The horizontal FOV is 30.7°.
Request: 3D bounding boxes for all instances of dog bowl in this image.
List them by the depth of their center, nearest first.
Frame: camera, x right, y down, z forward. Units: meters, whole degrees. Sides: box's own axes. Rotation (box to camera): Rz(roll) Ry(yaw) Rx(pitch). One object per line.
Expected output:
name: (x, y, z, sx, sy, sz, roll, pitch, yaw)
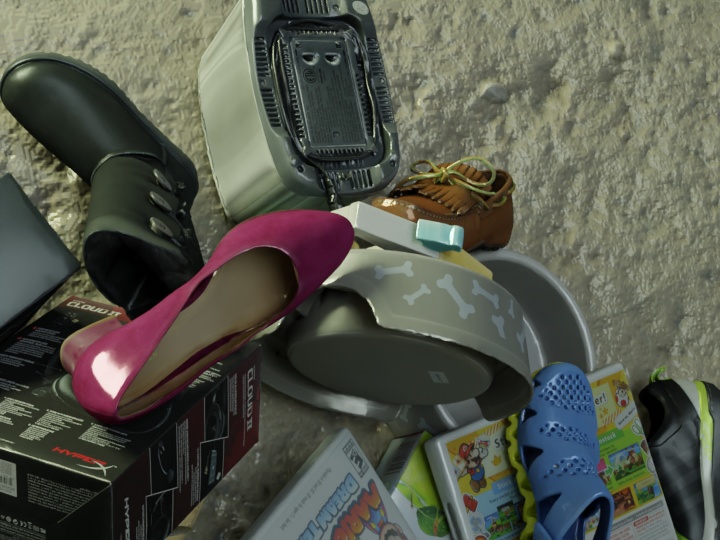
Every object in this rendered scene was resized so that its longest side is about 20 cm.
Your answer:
dog bowl: (0.022, 0.048, 0.898, 0.198, 0.200, 0.059, 19, 66, -24)
dog bowl: (0.107, 0.074, 1.059, 0.198, 0.058, 0.203, 9, 72, -28)

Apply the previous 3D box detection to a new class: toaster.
toaster: (-0.049, -0.112, 0.978, 0.112, 0.129, 0.203, -7, 78, -31)

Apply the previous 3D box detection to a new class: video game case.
video game case: (-0.004, 0.224, 0.853, 0.183, 0.024, 0.200, 58, 29, -6)
video game case: (0.155, 0.187, 1.010, 0.198, 0.023, 0.185, -17, 88, -32)

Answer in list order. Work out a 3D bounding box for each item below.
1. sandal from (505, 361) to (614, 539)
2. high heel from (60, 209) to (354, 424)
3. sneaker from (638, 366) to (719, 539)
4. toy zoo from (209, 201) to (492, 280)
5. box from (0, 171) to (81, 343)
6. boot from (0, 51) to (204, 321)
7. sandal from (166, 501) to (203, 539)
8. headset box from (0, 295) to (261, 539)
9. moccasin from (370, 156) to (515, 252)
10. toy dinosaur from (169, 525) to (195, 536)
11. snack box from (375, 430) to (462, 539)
sandal: (0.155, 0.165, 0.952, 0.078, 0.087, 0.203, 8, 74, -27)
high heel: (-0.074, 0.029, 0.756, 0.199, 0.096, 0.068, -32, 118, -17)
sneaker: (0.262, 0.185, 1.126, 0.082, 0.072, 0.203, 10, 68, -2)
toy zoo: (0.000, 0.000, 0.919, 0.130, 0.199, 0.021, 26, 63, -36)
box: (-0.282, 0.043, 0.789, 0.200, 0.141, 0.079, -41, 98, -33)
boot: (-0.170, -0.052, 0.856, 0.164, 0.066, 0.201, 33, 22, -24)
sandal: (-0.108, 0.093, 0.919, 0.077, 0.069, 0.214, 26, 64, -21)
headset box: (-0.160, 0.092, 0.802, 0.200, 0.147, 0.078, -43, 142, -60)
moccasin: (0.067, -0.050, 0.972, 0.200, 0.073, 0.079, -6, 110, -57)
toy dinosaur: (-0.193, 0.153, 0.826, 0.197, 0.101, 0.059, 6, 113, 3)
snack box: (0.043, 0.244, 0.973, 0.142, 0.053, 0.201, 40, 60, -15)
